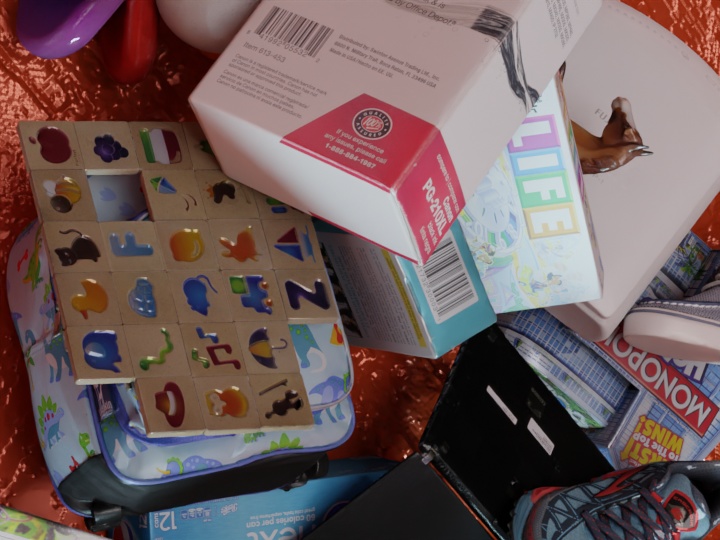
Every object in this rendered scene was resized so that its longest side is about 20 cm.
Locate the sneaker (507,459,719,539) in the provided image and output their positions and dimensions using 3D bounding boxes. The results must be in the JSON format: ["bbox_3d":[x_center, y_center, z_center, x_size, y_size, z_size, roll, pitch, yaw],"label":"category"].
[{"bbox_3d":[0.169,0.154,1.629,0.200,0.095,0.079,-21,88,-52],"label":"sneaker"}]

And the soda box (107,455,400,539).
[{"bbox_3d":[-0.057,0.162,1.628,0.200,0.064,0.068,-5,95,-30],"label":"soda box"}]

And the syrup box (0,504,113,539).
[{"bbox_3d":[-0.240,0.169,1.512,0.200,0.079,0.082,19,82,-30],"label":"syrup box"}]

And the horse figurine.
[{"bbox_3d":[0.071,-0.097,1.641,0.199,0.050,0.133,-12,61,-5],"label":"horse figurine"}]

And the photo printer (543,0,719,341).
[{"bbox_3d":[0.153,-0.078,1.709,0.166,0.069,0.200,39,71,1],"label":"photo printer"}]

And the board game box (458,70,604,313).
[{"bbox_3d":[0.065,-0.063,1.585,0.134,0.034,0.200,-9,123,12],"label":"board game box"}]

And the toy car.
[{"bbox_3d":[-0.144,-0.185,1.522,0.200,0.175,0.150,20,119,-30],"label":"toy car"}]

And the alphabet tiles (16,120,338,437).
[{"bbox_3d":[-0.094,0.002,1.446,0.167,0.008,0.200,-1,60,-28],"label":"alphabet tiles"}]

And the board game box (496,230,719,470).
[{"bbox_3d":[0.185,0.067,1.769,0.200,0.062,0.200,40,72,-26],"label":"board game box"}]

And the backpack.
[{"bbox_3d":[-0.103,0.028,1.525,0.183,0.147,0.200,-9,71,-32],"label":"backpack"}]

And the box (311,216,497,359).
[{"bbox_3d":[0.000,0.000,1.574,0.049,0.200,0.082,-29,107,-24],"label":"box"}]

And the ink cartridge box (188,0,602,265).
[{"bbox_3d":[0.023,-0.125,1.457,0.200,0.145,0.084,-55,151,-19],"label":"ink cartridge box"}]

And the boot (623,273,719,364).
[{"bbox_3d":[0.255,0.017,1.739,0.200,0.073,0.091,11,81,-40],"label":"boot"}]

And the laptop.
[{"bbox_3d":[0.063,0.162,1.659,0.177,0.103,0.200,50,42,-25],"label":"laptop"}]
